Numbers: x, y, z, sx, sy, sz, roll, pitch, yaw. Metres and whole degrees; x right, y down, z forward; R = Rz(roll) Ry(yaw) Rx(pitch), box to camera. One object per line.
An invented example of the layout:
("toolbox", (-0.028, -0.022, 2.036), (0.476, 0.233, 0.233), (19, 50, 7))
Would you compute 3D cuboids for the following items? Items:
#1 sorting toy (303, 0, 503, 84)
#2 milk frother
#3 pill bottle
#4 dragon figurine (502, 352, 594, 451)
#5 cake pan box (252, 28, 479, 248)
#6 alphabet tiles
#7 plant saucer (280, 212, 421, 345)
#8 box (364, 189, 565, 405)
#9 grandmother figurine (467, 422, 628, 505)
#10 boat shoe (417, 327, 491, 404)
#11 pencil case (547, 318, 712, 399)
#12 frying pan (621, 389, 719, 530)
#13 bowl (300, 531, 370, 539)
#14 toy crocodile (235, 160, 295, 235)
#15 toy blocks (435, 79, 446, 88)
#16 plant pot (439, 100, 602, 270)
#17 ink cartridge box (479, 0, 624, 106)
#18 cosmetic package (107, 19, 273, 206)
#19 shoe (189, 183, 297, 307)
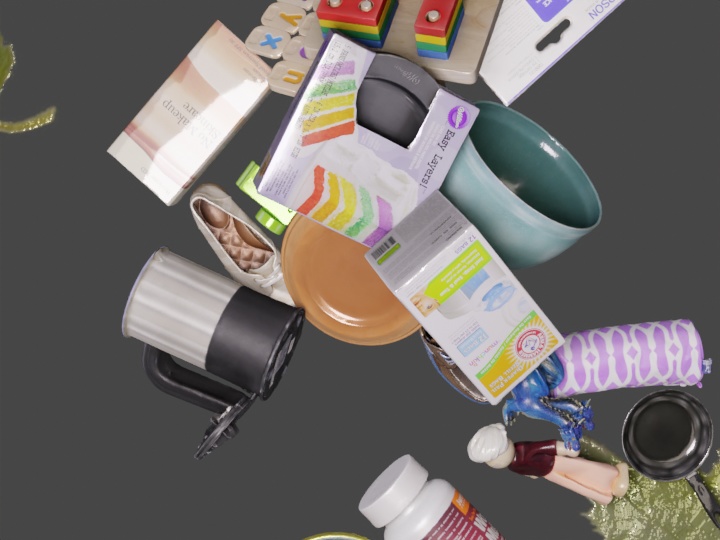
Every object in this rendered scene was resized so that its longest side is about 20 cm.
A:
("sorting toy", (0.055, -0.318, 1.491), (0.198, 0.070, 0.200), (11, 60, 16))
("milk frother", (-0.190, 0.097, 1.542), (0.187, 0.200, 0.182), (23, 105, 8))
("pill bottle", (0.099, 0.324, 1.625), (0.110, 0.110, 0.200), (-44, 95, 4))
("dragon figurine", (0.198, 0.119, 1.567), (0.099, 0.059, 0.202), (-24, 92, 38))
("cake pan box", (0.008, -0.137, 1.450), (0.183, 0.052, 0.201), (26, 102, -15))
("alphabet tiles", (-0.023, -0.266, 1.524), (0.194, 0.015, 0.201), (17, 58, 18))
("plant saucer", (0.000, 0.000, 1.557), (0.198, 0.038, 0.202), (6, 115, 13))
("box", (0.114, 0.030, 1.454), (0.112, 0.101, 0.200), (-40, 121, 1))
("grandmother figurine", (0.222, 0.231, 1.613), (0.198, 0.122, 0.061), (17, 52, -15))
("boat shoe", (0.105, 0.082, 1.618), (0.072, 0.072, 0.201), (-37, 95, 3))
("pencil case", (0.316, 0.109, 1.623), (0.198, 0.084, 0.086), (-5, 118, 1))
("frying pan", (0.406, 0.223, 1.658), (0.189, 0.031, 0.115), (35, 95, -8))
("bowl", (-0.030, 0.404, 1.633), (0.198, 0.108, 0.203), (0, 96, 0))
("toy crocodile", (-0.060, -0.060, 1.613), (0.199, 0.062, 0.068), (34, 95, 1))
("toy blocks", (0.024, -0.198, 1.565), (0.198, 0.100, 0.137), (-20, 138, -1))
("plant pot", (0.161, -0.077, 1.557), (0.200, 0.201, 0.134), (38, 120, -4))
("ink cartridge box", (0.179, -0.332, 1.589), (0.198, 0.043, 0.200), (-41, 92, 3))
("cosmetic package", (-0.193, -0.184, 1.578), (0.103, 0.087, 0.200), (40, 94, -5))
("shoe", (-0.136, -0.018, 1.614), (0.070, 0.053, 0.200), (-41, 95, 4))
